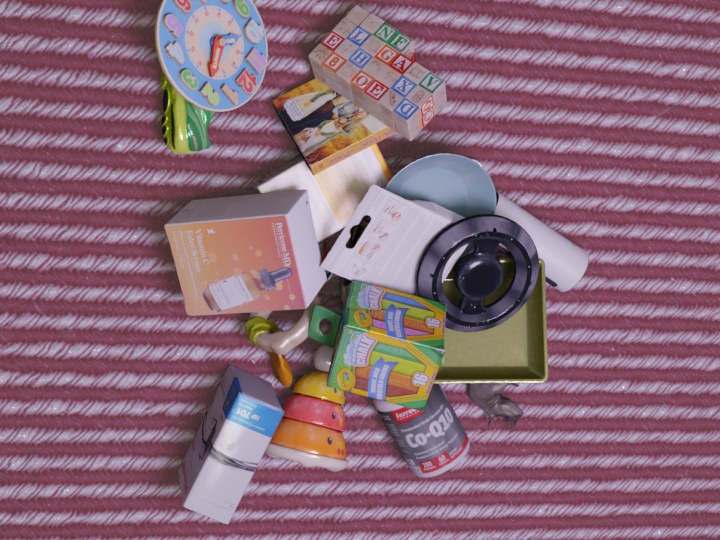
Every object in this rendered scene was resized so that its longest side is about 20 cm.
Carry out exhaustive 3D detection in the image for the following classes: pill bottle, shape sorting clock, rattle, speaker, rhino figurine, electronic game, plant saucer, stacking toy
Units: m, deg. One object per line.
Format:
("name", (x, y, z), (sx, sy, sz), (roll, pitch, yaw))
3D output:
("pill bottle", (0.090, 0.230, 1.707), (0.113, 0.114, 0.201), (-31, 106, -5))
("shape sorting clock", (-0.214, -0.335, 1.515), (0.199, 0.039, 0.202), (-4, 96, -47))
("rattle", (-0.081, 0.072, 1.663), (0.143, 0.130, 0.201), (51, 61, -27))
("speaker", (0.279, -0.048, 1.711), (0.199, 0.081, 0.082), (32, 93, -17))
("rhino figurine", (0.222, 0.189, 1.756), (0.087, 0.060, 0.201), (-21, 107, 10))
("electronic game", (0.183, 0.006, 1.605), (0.198, 0.042, 0.202), (-6, 118, -11))
("plant saucer", (0.202, 0.084, 1.684), (0.198, 0.048, 0.202), (0, 82, 0))
("stacking toy", (-0.072, 0.215, 1.676), (0.145, 0.146, 0.202), (15, 82, -15))
("plant saucer", (0.114, -0.099, 1.621), (0.199, 0.039, 0.203), (-7, 122, -12))

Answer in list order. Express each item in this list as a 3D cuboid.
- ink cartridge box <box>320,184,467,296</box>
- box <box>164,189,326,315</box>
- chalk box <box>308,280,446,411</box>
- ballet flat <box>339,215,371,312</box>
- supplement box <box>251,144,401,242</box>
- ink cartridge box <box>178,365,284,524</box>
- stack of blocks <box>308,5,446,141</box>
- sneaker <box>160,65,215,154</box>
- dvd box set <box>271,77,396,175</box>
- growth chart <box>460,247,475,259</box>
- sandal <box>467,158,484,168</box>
("ink cartridge box", (0.055, -0.040, 1.591), (0.199, 0.050, 0.162), (24, 112, -25))
("box", (-0.170, -0.026, 1.551), (0.198, 0.106, 0.154), (-4, 112, 18))
("chalk box", (0.020, 0.107, 1.562), (0.198, 0.124, 0.126), (13, 124, -3))
("ballet flat", (0.000, 0.000, 1.660), (0.068, 0.071, 0.202), (9, 100, 8))
("supplement box", (-0.054, -0.129, 1.623), (0.199, 0.074, 0.127), (-30, 105, -7))
("ink cartridge box", (-0.207, 0.273, 1.632), (0.085, 0.146, 0.201), (26, 95, -17))
("stack of blocks", (0.035, -0.297, 1.547), (0.199, 0.059, 0.115), (37, 76, 23))
("sneaker", (-0.254, -0.276, 1.560), (0.083, 0.074, 0.202), (1, 98, -41))
("dvd box set", (-0.018, -0.248, 1.584), (0.199, 0.029, 0.147), (-27, 62, -5))
("growth chart", (0.121, 0.016, 1.721), (0.198, 0.018, 0.146), (-2, 102, -12))
("sandal", (0.121, -0.112, 1.673), (0.203, 0.050, 0.083), (-44, 99, -6))
